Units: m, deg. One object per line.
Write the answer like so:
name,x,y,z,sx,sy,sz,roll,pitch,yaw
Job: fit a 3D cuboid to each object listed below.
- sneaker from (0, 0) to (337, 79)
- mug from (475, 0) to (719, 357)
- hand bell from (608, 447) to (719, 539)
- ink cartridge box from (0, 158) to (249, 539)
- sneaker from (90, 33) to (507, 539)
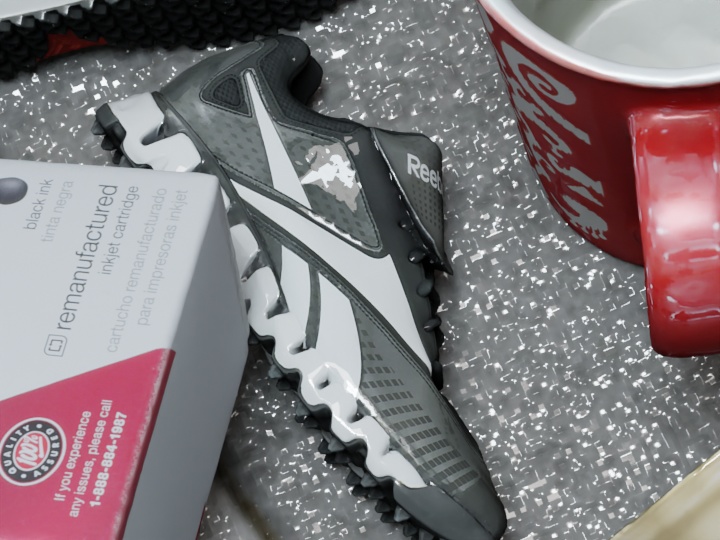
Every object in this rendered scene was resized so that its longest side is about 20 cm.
sneaker,-0.094,-0.122,1.018,0.199,0.070,0.094,-10,76,6
mug,0.087,-0.063,0.910,0.133,0.200,0.178,24,76,13
hand bell,0.167,0.136,0.905,0.104,0.104,0.200,-37,83,-7
ink cartridge box,-0.147,0.042,0.885,0.199,0.084,0.146,4,50,11
sneaker,0.000,0.000,0.969,0.090,0.066,0.200,-35,69,-3
